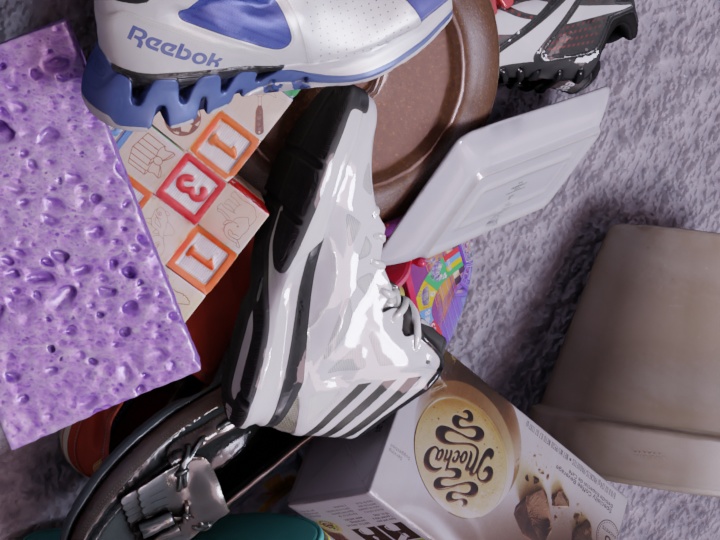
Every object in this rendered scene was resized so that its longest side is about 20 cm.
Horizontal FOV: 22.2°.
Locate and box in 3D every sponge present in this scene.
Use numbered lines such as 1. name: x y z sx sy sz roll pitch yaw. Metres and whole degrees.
1. sponge: -0.168 -0.018 0.956 0.111 0.030 0.201 -21 105 -4

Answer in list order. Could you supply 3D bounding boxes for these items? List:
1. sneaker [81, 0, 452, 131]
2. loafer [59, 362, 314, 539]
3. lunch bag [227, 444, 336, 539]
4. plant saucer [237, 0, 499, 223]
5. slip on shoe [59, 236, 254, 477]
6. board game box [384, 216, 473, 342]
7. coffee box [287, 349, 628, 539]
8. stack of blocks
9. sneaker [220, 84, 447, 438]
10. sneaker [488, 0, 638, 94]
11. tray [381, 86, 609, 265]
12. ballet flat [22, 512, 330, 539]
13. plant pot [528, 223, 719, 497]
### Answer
1. sneaker: -0.047 -0.148 0.896 0.198 0.081 0.116 -20 138 -17
2. loafer: -0.084 0.109 1.062 0.200 0.063 0.072 -42 141 -20
3. lunch bag: -0.025 0.212 1.190 0.169 0.127 0.201 19 108 -38
4. plant saucer: -0.010 -0.117 1.058 0.199 0.037 0.202 -3 104 -12
5. slip on shoe: -0.105 0.042 1.093 0.074 0.061 0.201 35 86 -39
6. board game box: 0.014 0.033 1.169 0.199 0.039 0.159 11 103 -49
7. coffee box: 0.064 0.143 1.127 0.200 0.080 0.114 40 55 -28
8. stack of blocks: -0.105 -0.059 1.003 0.115 0.059 0.200 37 95 -15
9. sneaker: 0.000 0.000 1.037 0.115 0.076 0.202 12 100 -22
10. sneaker: 0.097 -0.143 1.141 0.200 0.071 0.098 -30 103 -23
11. tray: 0.090 -0.056 1.147 0.200 0.022 0.108 -23 154 -54
12. ballet flat: -0.110 0.186 1.097 0.198 0.067 0.068 -4 117 10
13. plant pot: 0.219 0.061 1.279 0.199 0.199 0.175 7 90 -39
